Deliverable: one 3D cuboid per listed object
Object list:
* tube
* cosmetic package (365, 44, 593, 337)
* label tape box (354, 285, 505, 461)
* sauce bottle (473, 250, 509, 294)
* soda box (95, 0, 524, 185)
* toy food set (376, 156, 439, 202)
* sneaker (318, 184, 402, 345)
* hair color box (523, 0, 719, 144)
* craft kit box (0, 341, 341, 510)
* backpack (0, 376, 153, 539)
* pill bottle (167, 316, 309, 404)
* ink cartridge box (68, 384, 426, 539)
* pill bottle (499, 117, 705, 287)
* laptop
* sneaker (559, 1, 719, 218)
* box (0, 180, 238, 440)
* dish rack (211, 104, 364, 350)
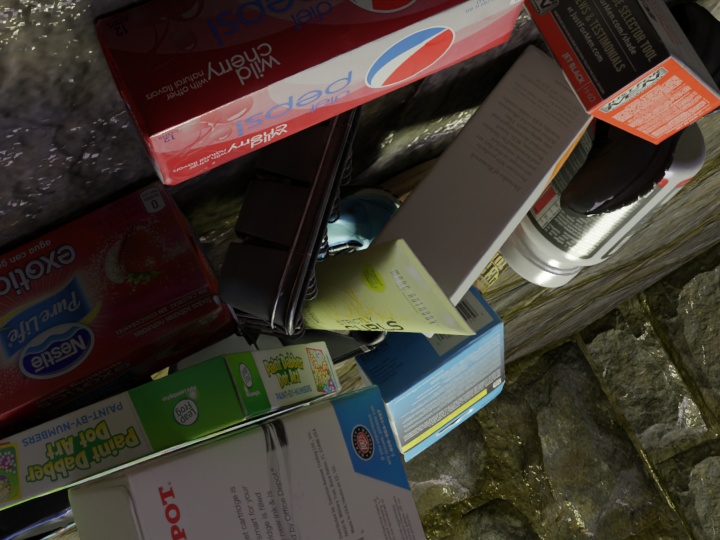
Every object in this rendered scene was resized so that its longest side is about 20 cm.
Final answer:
[{"bbox_3d":[-0.002,0.014,0.696,0.058,0.052,0.200,8,173,-29],"label":"tube"},{"bbox_3d":[0.088,-0.056,0.763,0.200,0.071,0.101,-51,172,-12],"label":"cosmetic package"},{"bbox_3d":[0.079,0.113,1.091,0.143,0.066,0.200,-34,155,-9],"label":"label tape box"},{"bbox_3d":[0.111,0.001,1.100,0.200,0.065,0.065,-48,166,0],"label":"sauce bottle"},{"bbox_3d":[-0.020,-0.115,0.499,0.199,0.064,0.070,-26,168,-10],"label":"soda box"},{"bbox_3d":[0.054,-0.048,0.953,0.198,0.049,0.200,-13,160,-49],"label":"toy food set"},{"bbox_3d":[0.000,0.000,0.832,0.078,0.090,0.200,-2,153,15],"label":"sneaker"},{"bbox_3d":[0.177,-0.149,0.685,0.061,0.102,0.200,-33,165,24],"label":"hair color box"},{"bbox_3d":[-0.134,0.102,0.693,0.199,0.049,0.197,-21,176,13],"label":"craft kit box"},{"bbox_3d":[-0.246,0.147,0.914,0.182,0.135,0.200,-27,-179,4],"label":"backpack"},{"bbox_3d":[-0.112,0.107,0.947,0.110,0.111,0.200,-26,162,-4],"label":"pill bottle"},{"bbox_3d":[-0.061,0.170,0.639,0.199,0.147,0.084,-12,174,-42],"label":"ink cartridge box"},{"bbox_3d":[0.217,-0.077,0.969,0.116,0.116,0.200,-17,156,-39],"label":"pill bottle"},{"bbox_3d":[-0.034,0.030,1.027,0.200,0.116,0.187,-44,-175,-21],"label":"laptop"},{"bbox_3d":[0.219,-0.127,0.818,0.200,0.091,0.076,-48,-163,-8],"label":"sneaker"},{"bbox_3d":[-0.190,0.035,0.670,0.199,0.096,0.100,-26,169,-5],"label":"box"},{"bbox_3d":[-0.042,-0.026,0.648,0.054,0.154,0.200,17,166,3],"label":"dish rack"}]
